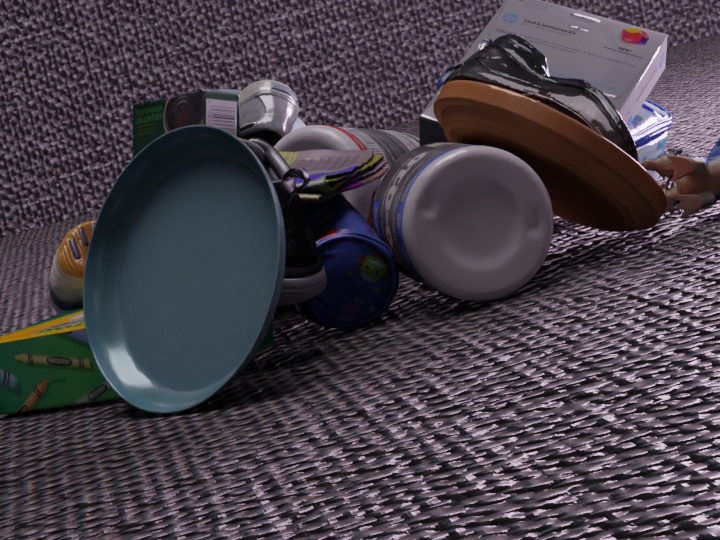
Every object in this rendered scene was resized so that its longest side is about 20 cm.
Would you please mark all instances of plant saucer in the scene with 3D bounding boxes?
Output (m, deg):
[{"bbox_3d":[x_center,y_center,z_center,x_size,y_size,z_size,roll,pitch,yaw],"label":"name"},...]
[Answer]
[{"bbox_3d":[0.145,-0.083,1.555,0.032,0.200,0.200,-60,18,-9],"label":"plant saucer"},{"bbox_3d":[-0.118,0.000,1.366,0.200,0.201,0.027,-9,-15,43],"label":"plant saucer"}]

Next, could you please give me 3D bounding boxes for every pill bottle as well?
[{"bbox_3d":[0.008,-0.069,1.777,0.115,0.116,0.200,-11,-5,32],"label":"pill bottle"},{"bbox_3d":[0.071,-0.041,1.519,0.113,0.114,0.200,-16,7,-8],"label":"pill bottle"}]

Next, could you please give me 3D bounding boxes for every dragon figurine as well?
[{"bbox_3d":[0.301,-0.081,1.558,0.199,0.059,0.099,-13,8,27],"label":"dragon figurine"}]

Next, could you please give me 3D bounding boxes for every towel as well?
[{"bbox_3d":[-0.067,-0.076,1.569,0.143,0.023,0.200,2,10,15],"label":"towel"}]

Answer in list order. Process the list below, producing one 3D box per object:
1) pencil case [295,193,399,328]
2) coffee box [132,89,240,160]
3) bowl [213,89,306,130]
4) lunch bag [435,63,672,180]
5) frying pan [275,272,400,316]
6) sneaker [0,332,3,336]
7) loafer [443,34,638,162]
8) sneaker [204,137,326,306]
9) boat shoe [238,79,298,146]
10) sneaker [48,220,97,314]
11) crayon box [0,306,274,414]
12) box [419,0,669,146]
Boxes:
[{"bbox_3d":[-0.028,-0.012,1.554,0.087,0.078,0.200,-41,18,2],"label":"pencil case"},{"bbox_3d":[-0.155,-0.053,1.747,0.044,0.201,0.123,3,-4,-38],"label":"coffee box"},{"bbox_3d":[-0.133,-0.063,1.928,0.200,0.201,0.105,-13,28,15],"label":"bowl"},{"bbox_3d":[0.174,-0.133,1.813,0.200,0.083,0.161,29,32,31],"label":"lunch bag"},{"bbox_3d":[0.008,0.000,1.693,0.190,0.031,0.115,-23,11,-29],"label":"frying pan"},{"bbox_3d":[-0.334,0.092,1.559,0.088,0.075,0.200,-26,6,13],"label":"sneaker"},{"bbox_3d":[0.148,-0.122,1.614,0.072,0.073,0.200,-26,39,-22],"label":"loafer"},{"bbox_3d":[-0.112,-0.042,1.448,0.199,0.114,0.075,9,18,31],"label":"sneaker"},{"bbox_3d":[-0.127,-0.091,1.793,0.201,0.070,0.072,-43,28,39],"label":"boat shoe"},{"bbox_3d":[-0.165,0.003,1.654,0.199,0.076,0.088,4,-36,-25],"label":"sneaker"},{"bbox_3d":[-0.180,0.058,1.511,0.199,0.059,0.119,-10,8,36],"label":"crayon box"},{"bbox_3d":[0.162,-0.157,1.727,0.155,0.041,0.200,18,48,19],"label":"box"}]
